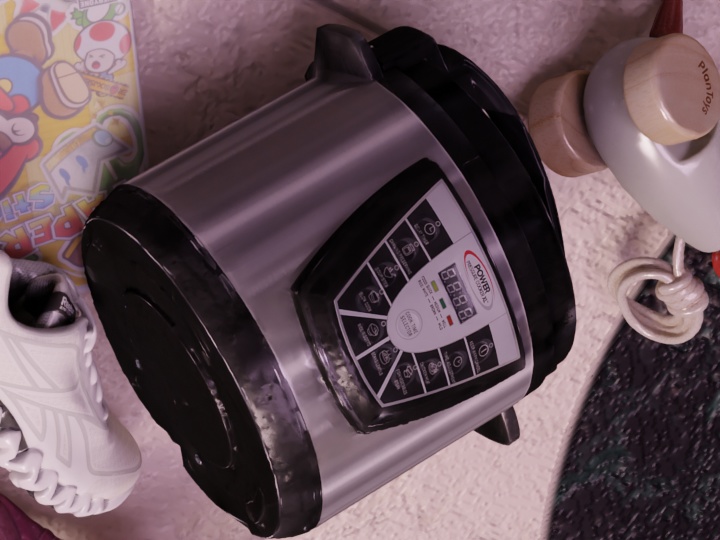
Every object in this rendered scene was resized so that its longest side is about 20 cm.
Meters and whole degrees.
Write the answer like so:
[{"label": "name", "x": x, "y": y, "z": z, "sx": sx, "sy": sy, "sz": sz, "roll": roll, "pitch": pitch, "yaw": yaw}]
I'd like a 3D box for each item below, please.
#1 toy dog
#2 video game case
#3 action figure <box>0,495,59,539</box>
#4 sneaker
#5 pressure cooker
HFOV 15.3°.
[{"label": "toy dog", "x": 0.169, "y": -0.054, "z": 1.279, "sx": 0.097, "sy": 0.132, "sz": 0.200, "roll": -61, "pitch": 140, "yaw": -28}, {"label": "video game case", "x": -0.191, "y": -0.054, "z": 1.161, "sx": 0.199, "sy": 0.023, "sz": 0.183, "roll": -14, "pitch": 126, "yaw": -15}, {"label": "action figure", "x": -0.144, "y": 0.146, "z": 1.251, "sx": 0.200, "sy": 0.134, "sz": 0.149, "roll": 38, "pitch": 64, "yaw": -11}, {"label": "sneaker", "x": -0.145, "y": 0.046, "z": 1.197, "sx": 0.081, "sy": 0.075, "sz": 0.200, "roll": -39, "pitch": 143, "yaw": 4}, {"label": "pressure cooker", "x": -0.002, "y": -0.001, "z": 1.178, "sx": 0.200, "sy": 0.179, "sz": 0.176, "roll": -30, "pitch": 156, "yaw": -20}]
